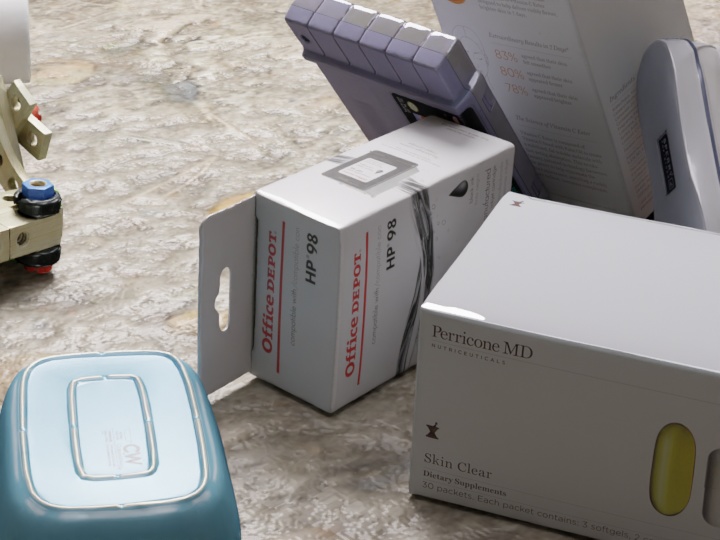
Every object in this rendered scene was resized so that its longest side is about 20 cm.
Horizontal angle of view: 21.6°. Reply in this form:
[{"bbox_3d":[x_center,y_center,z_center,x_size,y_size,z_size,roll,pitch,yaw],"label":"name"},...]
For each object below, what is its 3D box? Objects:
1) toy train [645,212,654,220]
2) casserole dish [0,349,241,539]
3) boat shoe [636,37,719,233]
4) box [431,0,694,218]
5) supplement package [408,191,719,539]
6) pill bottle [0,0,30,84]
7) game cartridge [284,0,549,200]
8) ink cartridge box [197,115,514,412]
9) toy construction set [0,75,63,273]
[{"bbox_3d":[0.160,0.003,1.157,0.045,0.034,0.200,4,26,11],"label":"toy train"},{"bbox_3d":[-0.125,0.093,0.952,0.120,0.039,0.200,-3,28,-10],"label":"casserole dish"},{"bbox_3d":[0.211,-0.041,1.104,0.065,0.202,0.074,0,-12,-18],"label":"boat shoe"},{"bbox_3d":[0.131,-0.144,1.186,0.124,0.201,0.097,19,52,44],"label":"box"},{"bbox_3d":[0.143,0.054,0.971,0.198,0.112,0.156,11,28,18],"label":"supplement package"},{"bbox_3d":[-0.343,-0.176,1.380,0.198,0.114,0.113,-3,27,-11],"label":"pill bottle"},{"bbox_3d":[0.042,-0.091,1.187,0.129,0.200,0.038,28,75,37],"label":"game cartridge"},{"bbox_3d":[0.000,0.000,1.060,0.066,0.117,0.199,23,34,33],"label":"ink cartridge box"},{"bbox_3d":[-0.259,-0.040,1.157,0.130,0.093,0.200,23,44,35],"label":"toy construction set"}]
